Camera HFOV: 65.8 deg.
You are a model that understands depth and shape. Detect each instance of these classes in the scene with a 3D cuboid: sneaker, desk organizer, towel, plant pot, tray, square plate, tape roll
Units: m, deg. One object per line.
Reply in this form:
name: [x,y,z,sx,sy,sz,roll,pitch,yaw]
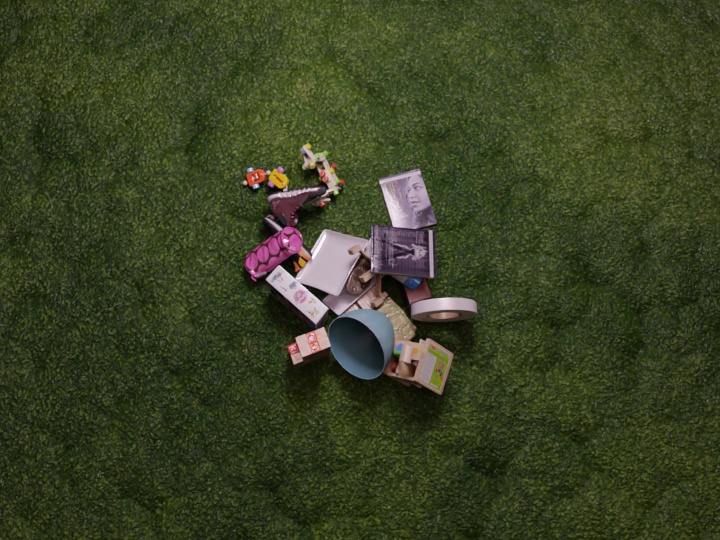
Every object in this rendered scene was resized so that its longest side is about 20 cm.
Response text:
sneaker: [0.000,0.000,1.737,0.070,0.075,0.202,39,59,-18]
desk organizer: [0.154,0.009,1.761,0.076,0.072,0.203,-15,76,-10]
towel: [0.065,0.196,1.712,0.199,0.036,0.149,-41,90,-11]
sneaker: [-0.248,-0.081,1.756,0.199,0.070,0.090,41,94,3]
plant pot: [0.023,0.191,1.608,0.200,0.201,0.134,45,44,9]
tray: [-0.018,0.058,1.740,0.199,0.022,0.107,-41,38,-13]
square plate: [-0.088,-0.024,1.731,0.198,0.028,0.200,17,70,40]
tape roll: [0.249,0.120,1.670,0.199,0.203,0.038,0,75,-3]
sneaker: [-0.190,-0.197,1.739,0.197,0.076,0.118,-7,101,19]

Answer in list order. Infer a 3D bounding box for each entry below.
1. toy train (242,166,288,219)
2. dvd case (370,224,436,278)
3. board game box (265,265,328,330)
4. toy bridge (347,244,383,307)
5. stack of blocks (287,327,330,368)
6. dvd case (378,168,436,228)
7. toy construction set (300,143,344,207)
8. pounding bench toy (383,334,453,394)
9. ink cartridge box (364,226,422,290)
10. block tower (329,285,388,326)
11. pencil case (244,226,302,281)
toy train: [-0.289,-0.255,1.817,0.149,0.056,0.203,-24,87,18]
dvd case: [0.128,-0.056,1.649,0.196,0.016,0.151,5,69,-9]
board game box: [-0.188,0.089,1.677,0.199,0.148,0.064,39,75,8]
toy bridge: [0.028,0.013,1.677,0.067,0.027,0.202,-34,110,-31]
stack of blocks: [-0.149,0.227,1.615,0.114,0.200,0.059,-21,77,-10]
dvd case: [0.156,-0.230,1.853,0.146,0.016,0.203,-14,76,-7]
toy construction set: [-0.125,-0.306,1.802,0.091,0.130,0.203,-16,84,30]
pounding bench toy: [0.139,0.256,1.613,0.199,0.155,0.126,34,70,-38]
ink cartridge box: [0.114,-0.048,1.697,0.198,0.068,0.117,33,67,2]
block tower: [-0.006,0.127,1.727,0.199,0.054,0.058,-39,81,-13]
pencil case: [-0.264,-0.049,1.693,0.090,0.199,0.095,35,38,-29]
